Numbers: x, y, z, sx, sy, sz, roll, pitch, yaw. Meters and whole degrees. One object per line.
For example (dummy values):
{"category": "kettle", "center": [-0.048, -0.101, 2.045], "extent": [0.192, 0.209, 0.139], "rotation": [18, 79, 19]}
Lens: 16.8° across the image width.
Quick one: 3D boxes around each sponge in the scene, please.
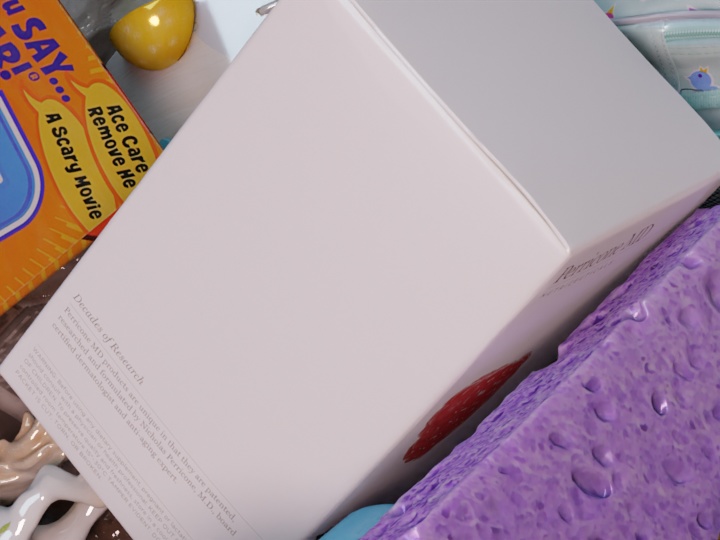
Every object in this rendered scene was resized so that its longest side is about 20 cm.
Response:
{"category": "sponge", "center": [0.077, 0.080, 0.716], "extent": [0.200, 0.112, 0.030], "rotation": [-41, 17, -32]}

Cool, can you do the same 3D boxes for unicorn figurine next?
{"category": "unicorn figurine", "center": [-0.117, 0.137, 0.849], "extent": [0.137, 0.074, 0.201], "rotation": [-25, 34, 11]}

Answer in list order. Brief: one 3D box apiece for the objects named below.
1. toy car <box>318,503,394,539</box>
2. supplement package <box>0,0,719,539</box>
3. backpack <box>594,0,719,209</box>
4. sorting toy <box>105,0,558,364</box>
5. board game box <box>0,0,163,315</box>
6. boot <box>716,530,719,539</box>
{"category": "toy car", "center": [-0.065, 0.187, 0.728], "extent": [0.199, 0.178, 0.184], "rotation": [-17, 11, 38]}
{"category": "supplement package", "center": [0.000, 0.000, 0.789], "extent": [0.120, 0.200, 0.121], "rotation": [49, 35, 12]}
{"category": "backpack", "center": [0.173, -0.080, 0.860], "extent": [0.199, 0.154, 0.176], "rotation": [10, 47, 19]}
{"category": "sorting toy", "center": [0.000, -0.025, 0.929], "extent": [0.199, 0.107, 0.181], "rotation": [-20, 68, 3]}
{"category": "board game box", "center": [-0.229, -0.063, 0.906], "extent": [0.200, 0.200, 0.200], "rotation": [-40, 20, -14]}
{"category": "boot", "center": [0.188, 0.073, 0.664], "extent": [0.154, 0.074, 0.201], "rotation": [33, 63, 0]}
